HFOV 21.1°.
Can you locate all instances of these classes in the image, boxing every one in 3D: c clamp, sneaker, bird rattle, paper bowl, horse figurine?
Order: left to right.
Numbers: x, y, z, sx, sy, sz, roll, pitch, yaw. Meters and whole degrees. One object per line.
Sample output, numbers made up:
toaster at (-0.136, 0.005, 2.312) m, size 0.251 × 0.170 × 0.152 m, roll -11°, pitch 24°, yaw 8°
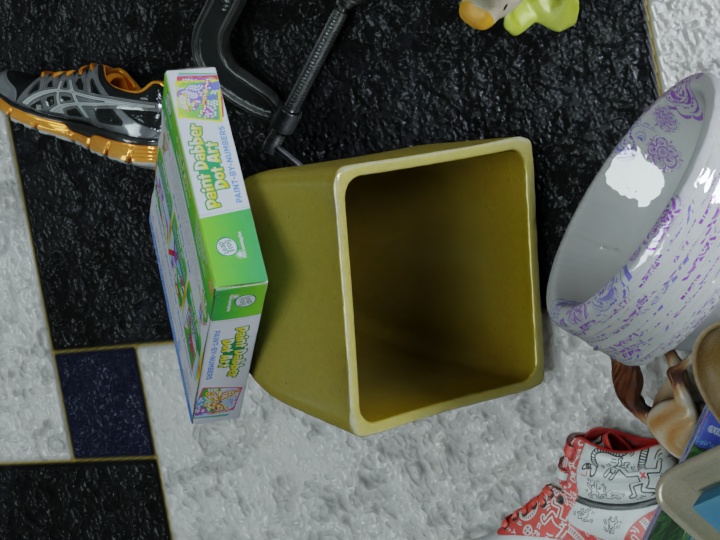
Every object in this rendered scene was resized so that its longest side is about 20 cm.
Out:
sneaker at (-0.237, -0.146, 1.684) m, size 0.200 × 0.078 × 0.077 m, roll 20°, pitch 98°, yaw 26°
c clamp at (-0.054, -0.184, 1.567) m, size 0.171 × 0.027 × 0.200 m, roll 32°, pitch 120°, yaw 15°
bird rattle at (0.134, -0.243, 1.355) m, size 0.113 × 0.163 × 0.200 m, roll 39°, pitch 131°, yaw 1°
sneaker at (0.156, 0.178, 1.481) m, size 0.201 × 0.067 × 0.108 m, roll -9°, pitch 94°, yaw 32°
paper bowl at (0.222, -0.026, 1.320) m, size 0.104 × 0.201 × 0.201 m, roll 29°, pitch 121°, yaw -11°
horse figurine at (0.262, 0.105, 1.393) m, size 0.200 × 0.050 × 0.133 m, roll 22°, pitch 127°, yaw 19°

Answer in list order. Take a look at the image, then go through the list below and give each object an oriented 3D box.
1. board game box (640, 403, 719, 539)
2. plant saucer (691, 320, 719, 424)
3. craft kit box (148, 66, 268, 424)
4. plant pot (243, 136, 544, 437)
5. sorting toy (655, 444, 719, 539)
board game box at (0.302, 0.204, 1.357) m, size 0.200 × 0.041 × 0.200 m, roll 23°, pitch 114°, yaw 7°
plant saucer at (0.304, 0.090, 1.226) m, size 0.200 × 0.035 × 0.200 m, roll 34°, pitch 156°, yaw 18°
craft kit box at (-0.120, -0.017, 1.479) m, size 0.198 × 0.048 × 0.200 m, roll 102°, pitch 157°, yaw -57°
plant pot at (0.000, 0.000, 1.482) m, size 0.200 × 0.195 × 0.194 m, roll 8°, pitch 106°, yaw 50°
sorting toy at (0.303, 0.178, 1.256) m, size 0.185 × 0.036 × 0.200 m, roll 43°, pitch 148°, yaw -2°
